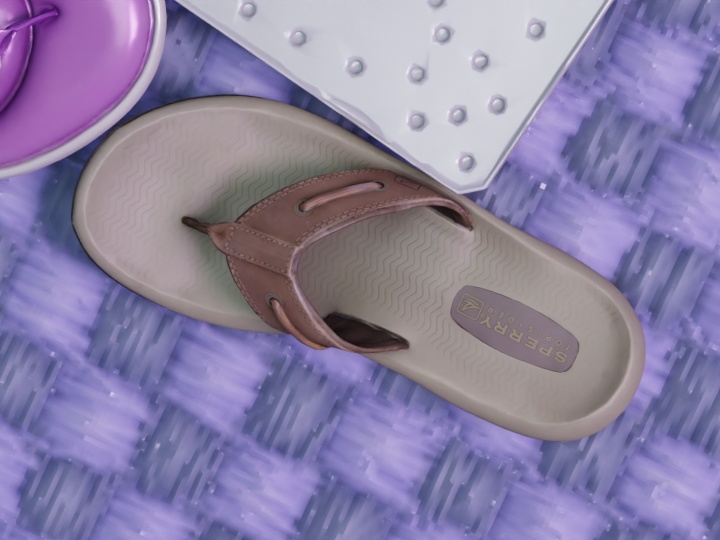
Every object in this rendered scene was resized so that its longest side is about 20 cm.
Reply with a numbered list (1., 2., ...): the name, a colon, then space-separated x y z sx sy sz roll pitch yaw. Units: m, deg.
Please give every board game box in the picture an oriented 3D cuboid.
1. board game box: 0.014 -0.160 0.986 0.200 0.026 0.200 35 97 9

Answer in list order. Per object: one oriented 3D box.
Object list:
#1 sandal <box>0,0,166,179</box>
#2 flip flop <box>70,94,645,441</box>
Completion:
1. sandal: -0.162 -0.062 0.995 0.202 0.050 0.083 -11 99 13
2. flip flop: 0.000 0.000 0.987 0.200 0.058 0.081 25 93 4
